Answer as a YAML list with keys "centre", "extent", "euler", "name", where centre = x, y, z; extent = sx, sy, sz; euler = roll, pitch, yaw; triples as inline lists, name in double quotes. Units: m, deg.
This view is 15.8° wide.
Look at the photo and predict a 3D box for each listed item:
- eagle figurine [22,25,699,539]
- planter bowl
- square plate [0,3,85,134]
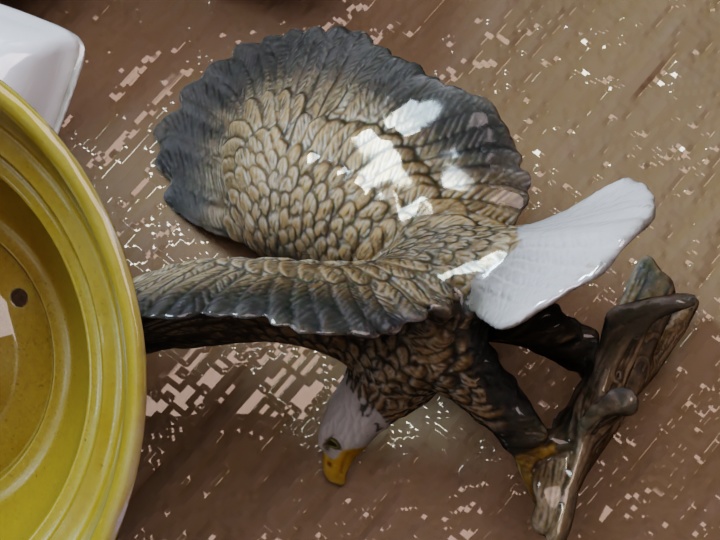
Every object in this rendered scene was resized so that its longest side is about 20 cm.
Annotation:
- centre: [-0.003, 0.006, 0.836]
  extent: [0.200, 0.152, 0.151]
  euler: [30, 94, 8]
  name: "eagle figurine"
- centre: [-0.143, 0.029, 0.751]
  extent: [0.200, 0.083, 0.201]
  euler: [0, 91, 15]
  name: "planter bowl"
- centre: [-0.207, -0.015, 0.835]
  extent: [0.200, 0.028, 0.198]
  euler: [22, 94, 21]
  name: "square plate"
